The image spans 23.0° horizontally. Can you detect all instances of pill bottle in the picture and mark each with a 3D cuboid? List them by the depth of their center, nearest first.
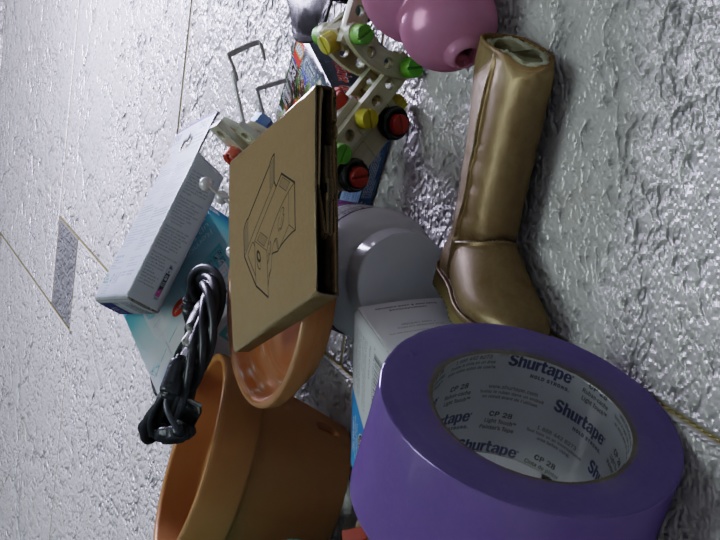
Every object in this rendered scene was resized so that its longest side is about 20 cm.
[{"bbox_3d":[0.000,0.000,1.497,0.200,0.112,0.113,-163,76,-68],"label":"pill bottle"}]

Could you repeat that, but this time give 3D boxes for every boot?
[{"bbox_3d":[0.107,-0.058,1.299,0.175,0.066,0.201,-133,50,-60],"label":"boot"}]

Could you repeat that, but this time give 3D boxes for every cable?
[{"bbox_3d":[-0.161,0.078,1.598,0.200,0.050,0.164,134,148,-78],"label":"cable"}]

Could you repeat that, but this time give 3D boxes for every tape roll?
[{"bbox_3d":[0.098,0.124,1.121,0.200,0.199,0.085,-118,38,-52],"label":"tape roll"}]

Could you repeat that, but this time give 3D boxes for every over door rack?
[{"bbox_3d":[-0.104,-0.097,1.649,0.148,0.066,0.202,45,-137,-79],"label":"over door rack"}]

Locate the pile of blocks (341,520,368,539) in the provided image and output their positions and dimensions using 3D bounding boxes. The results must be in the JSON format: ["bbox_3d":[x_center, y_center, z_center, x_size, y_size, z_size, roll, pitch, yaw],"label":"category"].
[{"bbox_3d":[0.002,0.243,1.531,0.082,0.062,0.201,-114,34,-48],"label":"pile of blocks"}]

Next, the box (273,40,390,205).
[{"bbox_3d":[-0.033,-0.125,1.689,0.200,0.037,0.137,-115,34,-49],"label":"box"}]

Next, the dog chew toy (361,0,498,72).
[{"bbox_3d":[0.047,-0.238,1.404,0.201,0.124,0.125,66,147,35],"label":"dog chew toy"}]

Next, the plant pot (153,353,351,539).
[{"bbox_3d":[-0.096,0.193,1.635,0.200,0.139,0.201,-162,90,-77],"label":"plant pot"}]

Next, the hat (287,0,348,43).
[{"bbox_3d":[-0.013,-0.305,1.605,0.200,0.080,0.202,-179,90,-72],"label":"hat"}]

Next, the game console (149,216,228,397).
[{"bbox_3d":[-0.166,0.015,1.915,0.119,0.170,0.201,77,178,-52],"label":"game console"}]

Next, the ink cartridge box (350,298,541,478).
[{"bbox_3d":[0.061,0.131,1.340,0.200,0.085,0.147,-129,36,-57],"label":"ink cartridge box"}]

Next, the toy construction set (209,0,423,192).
[{"bbox_3d":[-0.027,-0.145,1.518,0.200,0.131,0.092,-45,32,-7],"label":"toy construction set"}]

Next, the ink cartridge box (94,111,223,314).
[{"bbox_3d":[-0.190,-0.052,1.752,0.201,0.043,0.196,-63,14,-9],"label":"ink cartridge box"}]

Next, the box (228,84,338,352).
[{"bbox_3d":[-0.062,-0.035,1.384,0.200,0.021,0.165,148,124,-63],"label":"box"}]

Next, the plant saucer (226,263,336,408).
[{"bbox_3d":[-0.063,0.014,1.454,0.200,0.037,0.202,-176,90,-69],"label":"plant saucer"}]

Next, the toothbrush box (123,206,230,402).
[{"bbox_3d":[-0.153,0.043,1.789,0.147,0.085,0.200,-49,33,10],"label":"toothbrush box"}]
